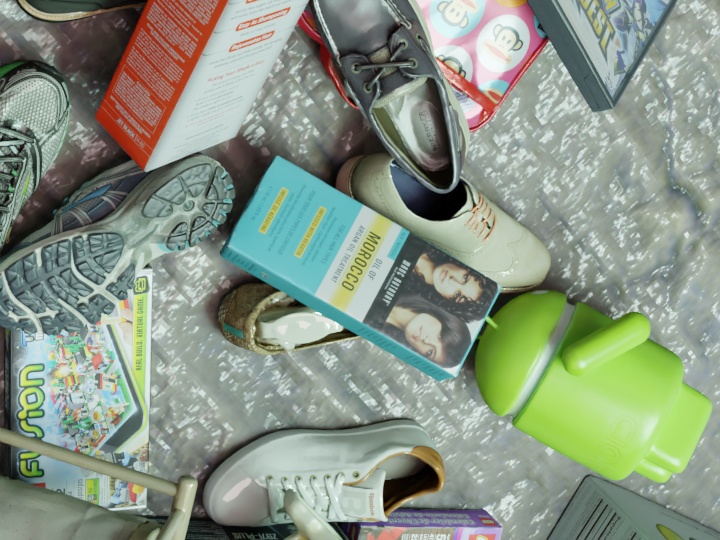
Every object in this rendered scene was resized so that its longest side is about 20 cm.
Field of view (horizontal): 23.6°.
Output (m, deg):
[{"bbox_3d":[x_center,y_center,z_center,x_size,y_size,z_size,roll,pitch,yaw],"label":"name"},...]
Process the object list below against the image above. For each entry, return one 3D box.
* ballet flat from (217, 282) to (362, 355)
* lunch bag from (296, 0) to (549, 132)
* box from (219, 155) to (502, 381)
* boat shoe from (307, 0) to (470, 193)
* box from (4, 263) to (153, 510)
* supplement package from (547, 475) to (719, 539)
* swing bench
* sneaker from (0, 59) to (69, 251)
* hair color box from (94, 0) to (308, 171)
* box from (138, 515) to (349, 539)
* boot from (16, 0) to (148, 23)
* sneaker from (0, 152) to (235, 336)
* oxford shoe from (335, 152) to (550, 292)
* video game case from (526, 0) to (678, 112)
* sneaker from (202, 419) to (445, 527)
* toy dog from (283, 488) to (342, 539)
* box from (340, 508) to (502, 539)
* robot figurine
[{"bbox_3d":[-0.011,0.033,1.360,0.199,0.065,0.071,-13,112,-16],"label":"ballet flat"},{"bbox_3d":[0.039,-0.199,1.290,0.200,0.082,0.176,32,100,-27],"label":"lunch bag"},{"bbox_3d":[0.000,0.000,1.306,0.199,0.049,0.083,29,78,-6],"label":"box"},{"bbox_3d":[0.024,-0.140,1.231,0.072,0.065,0.200,-25,121,9],"label":"boat shoe"},{"bbox_3d":[-0.217,0.090,1.323,0.110,0.035,0.201,-3,110,-19],"label":"box"},{"bbox_3d":[0.274,0.309,1.491,0.191,0.200,0.147,25,99,-26],"label":"supplement package"},{"bbox_3d":[-0.242,0.235,1.265,0.198,0.130,0.201,17,121,9],"label":"swing bench"},{"bbox_3d":[-0.262,-0.055,1.226,0.078,0.085,0.201,24,99,-26],"label":"sneaker"},{"bbox_3d":[-0.099,-0.167,1.187,0.101,0.061,0.200,-27,158,-48],"label":"hair color box"},{"bbox_3d":[-0.112,0.293,1.408,0.199,0.086,0.165,6,106,-22],"label":"box"},{"bbox_3d":[-0.134,-0.217,1.176,0.199,0.138,0.078,-23,98,-12],"label":"boot"},{"bbox_3d":[-0.190,-0.026,1.263,0.200,0.086,0.078,-30,126,-13],"label":"sneaker"},{"bbox_3d":[0.078,-0.034,1.354,0.199,0.074,0.071,22,72,-27],"label":"oxford shoe"},{"bbox_3d":[0.172,-0.252,1.291,0.200,0.025,0.181,55,50,-27],"label":"video game case"},{"bbox_3d":[-0.026,0.171,1.396,0.199,0.085,0.073,-14,115,-13],"label":"sneaker"},{"bbox_3d":[-0.070,0.294,1.316,0.200,0.140,0.194,-41,152,-5],"label":"toy dog"},{"bbox_3d":[0.036,0.302,1.489,0.136,0.039,0.201,4,108,-25],"label":"box"},{"bbox_3d":[0.181,0.092,1.400,0.199,0.176,0.116,29,73,3],"label":"robot figurine"}]
